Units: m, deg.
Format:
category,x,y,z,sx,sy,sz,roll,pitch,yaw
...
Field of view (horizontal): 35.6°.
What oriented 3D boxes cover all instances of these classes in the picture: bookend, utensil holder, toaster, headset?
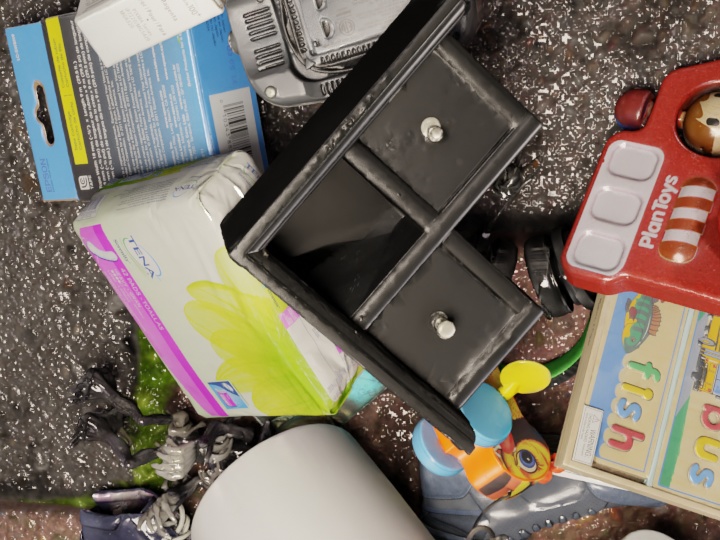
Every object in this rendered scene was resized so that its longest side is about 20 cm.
category,x,y,z,sx,sy,sz,roll,pitch,yaw
bookend,0.051,-0.031,0.698,0.200,0.092,0.199,41,93,-17
utensil holder,-0.015,0.239,0.842,0.171,0.169,0.200,-55,50,18
toaster,0.010,-0.190,0.785,0.198,0.129,0.115,-15,102,15
headset,0.118,0.007,0.833,0.122,0.094,0.202,-1,115,11

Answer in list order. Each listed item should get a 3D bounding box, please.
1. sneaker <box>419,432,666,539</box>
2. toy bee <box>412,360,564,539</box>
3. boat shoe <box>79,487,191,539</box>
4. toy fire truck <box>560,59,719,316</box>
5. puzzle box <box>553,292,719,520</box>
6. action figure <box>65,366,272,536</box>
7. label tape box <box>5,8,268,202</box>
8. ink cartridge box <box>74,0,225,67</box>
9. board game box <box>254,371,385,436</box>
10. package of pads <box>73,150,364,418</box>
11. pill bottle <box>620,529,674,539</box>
category,x,y,z,sx,sy,sz,roll,pitch,yaw
sneaker,0.140,0.204,0.881,0.200,0.077,0.148,5,94,20
toy bee,0.092,0.125,0.818,0.130,0.108,0.202,-18,71,52
boat shoe,-0.152,0.242,0.956,0.198,0.075,0.094,1,112,12
toy fire truck,0.242,-0.065,0.769,0.167,0.112,0.201,16,74,24
puzzle box,0.227,0.064,0.804,0.132,0.025,0.202,18,78,-3
action figure,-0.147,0.159,0.916,0.198,0.102,0.120,23,125,9
label tape box,-0.173,-0.131,0.862,0.199,0.063,0.146,1,106,36
ink cartridge box,-0.101,-0.241,0.763,0.172,0.201,0.044,-20,131,16
board game box,-0.070,0.042,0.914,0.135,0.028,0.200,-42,93,17
package of pads,-0.098,0.017,0.810,0.154,0.068,0.201,-8,123,41
pill bottle,0.178,0.293,0.858,0.116,0.117,0.200,36,126,0
